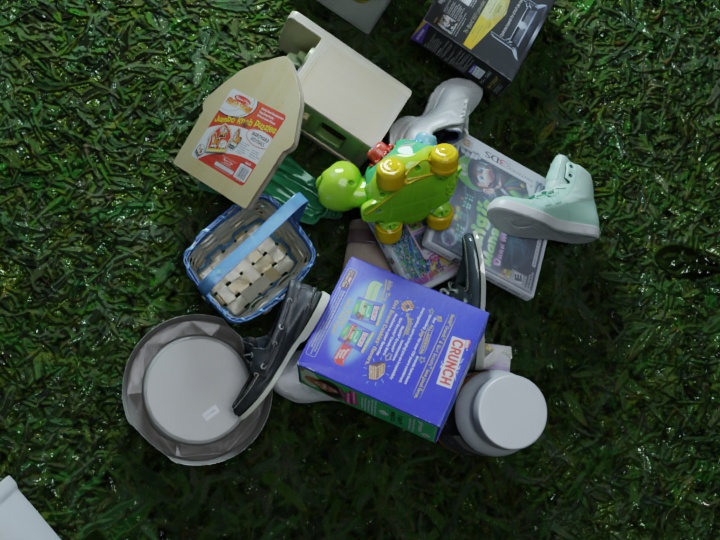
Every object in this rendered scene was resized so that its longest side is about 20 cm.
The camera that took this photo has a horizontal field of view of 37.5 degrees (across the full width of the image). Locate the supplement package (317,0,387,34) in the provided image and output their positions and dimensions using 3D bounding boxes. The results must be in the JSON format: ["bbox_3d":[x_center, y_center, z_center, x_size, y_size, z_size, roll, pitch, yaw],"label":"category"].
[{"bbox_3d":[0.006,-0.466,1.492,0.152,0.200,0.151,32,76,-5],"label":"supplement package"}]

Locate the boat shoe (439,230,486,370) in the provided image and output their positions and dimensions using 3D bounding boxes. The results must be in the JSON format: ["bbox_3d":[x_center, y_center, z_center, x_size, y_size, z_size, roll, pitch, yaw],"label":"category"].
[{"bbox_3d":[0.139,0.044,1.450,0.062,0.073,0.201,-1,109,2],"label":"boat shoe"}]

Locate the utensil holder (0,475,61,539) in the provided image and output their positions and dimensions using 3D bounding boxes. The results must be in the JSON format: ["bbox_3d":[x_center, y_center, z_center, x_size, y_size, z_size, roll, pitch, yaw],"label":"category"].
[{"bbox_3d":[-0.433,0.383,1.295,0.170,0.170,0.200,-41,95,-14],"label":"utensil holder"}]

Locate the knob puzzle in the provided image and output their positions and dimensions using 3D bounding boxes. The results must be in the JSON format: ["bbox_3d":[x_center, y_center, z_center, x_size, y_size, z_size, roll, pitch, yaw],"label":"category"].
[{"bbox_3d":[-0.143,-0.193,1.412,0.030,0.219,0.220,32,72,-49],"label":"knob puzzle"}]

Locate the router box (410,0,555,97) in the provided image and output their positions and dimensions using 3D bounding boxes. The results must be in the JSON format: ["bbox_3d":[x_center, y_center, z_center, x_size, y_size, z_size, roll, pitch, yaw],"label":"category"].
[{"bbox_3d":[0.187,-0.378,1.570,0.157,0.052,0.200,34,61,-6],"label":"router box"}]

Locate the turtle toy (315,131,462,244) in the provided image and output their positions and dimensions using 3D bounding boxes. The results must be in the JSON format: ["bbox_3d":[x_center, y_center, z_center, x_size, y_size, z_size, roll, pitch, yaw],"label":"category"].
[{"bbox_3d":[0.041,-0.117,1.411,0.199,0.146,0.101,-15,53,-13],"label":"turtle toy"}]

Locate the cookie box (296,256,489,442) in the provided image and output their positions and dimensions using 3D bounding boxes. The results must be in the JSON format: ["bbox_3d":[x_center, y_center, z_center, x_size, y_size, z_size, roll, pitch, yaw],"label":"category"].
[{"bbox_3d":[0.043,0.102,1.380,0.199,0.075,0.172,23,68,11],"label":"cookie box"}]

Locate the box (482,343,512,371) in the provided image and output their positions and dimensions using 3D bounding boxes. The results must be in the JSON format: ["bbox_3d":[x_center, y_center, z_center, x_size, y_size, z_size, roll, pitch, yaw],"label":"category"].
[{"bbox_3d":[0.116,0.117,1.514,0.199,0.041,0.039,7,80,-10],"label":"box"}]

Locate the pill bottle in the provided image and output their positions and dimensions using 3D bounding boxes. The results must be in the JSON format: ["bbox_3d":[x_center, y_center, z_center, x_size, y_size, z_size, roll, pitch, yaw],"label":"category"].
[{"bbox_3d":[0.171,0.193,1.432,0.116,0.200,0.117,2,81,-12],"label":"pill bottle"}]

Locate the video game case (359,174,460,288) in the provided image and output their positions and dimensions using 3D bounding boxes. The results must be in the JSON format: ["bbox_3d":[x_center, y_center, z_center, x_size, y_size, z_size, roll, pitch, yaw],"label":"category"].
[{"bbox_3d":[0.103,-0.077,1.511,0.200,0.024,0.182,-24,81,-32],"label":"video game case"}]

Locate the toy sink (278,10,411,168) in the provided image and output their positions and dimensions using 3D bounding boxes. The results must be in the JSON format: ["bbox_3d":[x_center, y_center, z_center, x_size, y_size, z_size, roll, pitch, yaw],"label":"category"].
[{"bbox_3d":[-0.050,-0.246,1.485,0.200,0.130,0.112,34,77,-6],"label":"toy sink"}]

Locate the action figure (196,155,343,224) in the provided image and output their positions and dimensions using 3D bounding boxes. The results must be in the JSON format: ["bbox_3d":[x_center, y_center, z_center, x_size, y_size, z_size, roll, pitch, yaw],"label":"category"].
[{"bbox_3d":[-0.116,-0.120,1.491,0.200,0.055,0.118,26,76,-3],"label":"action figure"}]

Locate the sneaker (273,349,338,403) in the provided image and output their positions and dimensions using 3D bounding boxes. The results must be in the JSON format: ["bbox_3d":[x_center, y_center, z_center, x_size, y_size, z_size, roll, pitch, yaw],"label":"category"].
[{"bbox_3d":[-0.026,0.145,1.448,0.199,0.099,0.078,5,81,-11],"label":"sneaker"}]

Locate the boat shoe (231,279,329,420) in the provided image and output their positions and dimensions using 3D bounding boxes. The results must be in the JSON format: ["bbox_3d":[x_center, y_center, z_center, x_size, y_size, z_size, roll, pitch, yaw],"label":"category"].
[{"bbox_3d":[-0.120,0.099,1.373,0.066,0.075,0.200,34,99,-10],"label":"boat shoe"}]

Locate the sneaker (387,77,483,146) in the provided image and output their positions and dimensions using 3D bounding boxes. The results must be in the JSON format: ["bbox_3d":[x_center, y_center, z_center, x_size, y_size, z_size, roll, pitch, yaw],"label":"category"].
[{"bbox_3d":[0.124,-0.210,1.517,0.200,0.087,0.075,-46,134,-34],"label":"sneaker"}]

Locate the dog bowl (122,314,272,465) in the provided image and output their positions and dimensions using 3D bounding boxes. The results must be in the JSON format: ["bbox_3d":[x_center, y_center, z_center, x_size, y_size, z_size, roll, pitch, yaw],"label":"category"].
[{"bbox_3d":[-0.220,0.161,1.426,0.199,0.059,0.201,2,82,-11],"label":"dog bowl"}]

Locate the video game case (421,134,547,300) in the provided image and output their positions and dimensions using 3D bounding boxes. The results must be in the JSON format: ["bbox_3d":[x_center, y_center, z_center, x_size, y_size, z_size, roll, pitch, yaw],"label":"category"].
[{"bbox_3d":[0.192,-0.080,1.528,0.181,0.023,0.200,27,61,-15],"label":"video game case"}]

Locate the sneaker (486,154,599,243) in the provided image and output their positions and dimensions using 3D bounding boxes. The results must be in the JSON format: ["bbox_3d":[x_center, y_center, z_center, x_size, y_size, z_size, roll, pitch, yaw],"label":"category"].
[{"bbox_3d":[0.256,-0.110,1.515,0.200,0.074,0.119,9,72,-35],"label":"sneaker"}]

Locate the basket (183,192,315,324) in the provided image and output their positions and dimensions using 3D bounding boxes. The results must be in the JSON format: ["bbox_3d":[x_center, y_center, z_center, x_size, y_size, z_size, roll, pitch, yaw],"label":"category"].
[{"bbox_3d":[-0.142,-0.020,1.394,0.176,0.200,0.139,-42,84,-11],"label":"basket"}]

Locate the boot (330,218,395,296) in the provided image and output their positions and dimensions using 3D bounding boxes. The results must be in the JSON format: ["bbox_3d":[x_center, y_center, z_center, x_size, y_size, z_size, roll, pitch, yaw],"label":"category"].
[{"bbox_3d":[0.000,0.000,1.496,0.199,0.070,0.147,-3,79,-17],"label":"boot"}]
